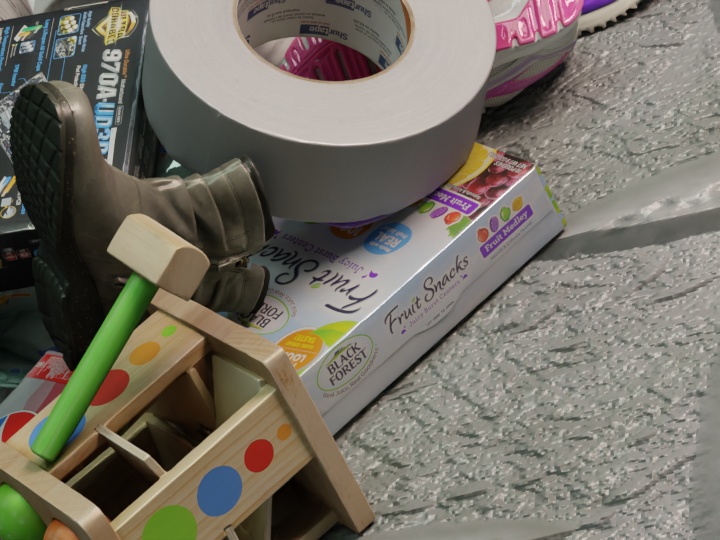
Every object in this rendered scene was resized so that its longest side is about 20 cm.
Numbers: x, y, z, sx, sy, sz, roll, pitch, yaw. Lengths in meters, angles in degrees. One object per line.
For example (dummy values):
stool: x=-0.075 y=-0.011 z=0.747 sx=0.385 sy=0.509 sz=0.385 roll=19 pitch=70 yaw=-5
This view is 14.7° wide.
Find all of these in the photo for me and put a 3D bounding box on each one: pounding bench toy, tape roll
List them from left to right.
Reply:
pounding bench toy: x=-0.120 y=0.089 z=1.451 sx=0.156 sy=0.200 sz=0.124 roll=-40 pitch=36 yaw=-19
tape roll: x=-0.025 y=-0.122 z=1.608 sx=0.200 sy=0.066 sz=0.201 roll=5 pitch=49 yaw=-5

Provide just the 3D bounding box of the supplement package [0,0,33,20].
supplement package: x=-0.289 y=-0.127 z=1.837 sx=0.152 sy=0.151 sz=0.200 roll=-26 pitch=64 yaw=4

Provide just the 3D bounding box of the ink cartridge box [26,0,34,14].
ink cartridge box: x=-0.303 y=-0.145 z=1.959 sx=0.196 sy=0.043 sz=0.200 roll=-22 pitch=61 yaw=10

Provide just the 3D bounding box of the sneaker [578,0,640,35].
sneaker: x=0.097 y=-0.197 z=1.765 sx=0.200 sy=0.100 sz=0.070 roll=-18 pitch=37 yaw=15

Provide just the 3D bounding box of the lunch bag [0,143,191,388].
lunch bag: x=-0.177 y=-0.011 z=1.700 sx=0.200 sy=0.122 sz=0.170 roll=-29 pitch=34 yaw=-12

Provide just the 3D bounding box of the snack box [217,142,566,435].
snack box: x=0.000 y=0.000 z=1.617 sx=0.200 sy=0.053 sz=0.142 roll=-41 pitch=34 yaw=-19

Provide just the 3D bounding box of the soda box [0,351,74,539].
soda box: x=-0.198 y=0.139 z=1.544 sx=0.063 sy=0.070 sz=0.200 roll=9 pitch=48 yaw=44

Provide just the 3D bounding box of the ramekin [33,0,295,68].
ramekin: x=-0.114 y=-0.166 z=1.800 sx=0.200 sy=0.200 sz=0.105 roll=-2 pitch=51 yaw=34

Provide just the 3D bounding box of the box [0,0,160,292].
box: x=-0.198 y=-0.073 z=1.642 sx=0.159 sy=0.046 sz=0.200 roll=-10 pitch=43 yaw=11

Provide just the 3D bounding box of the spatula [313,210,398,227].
spatula: x=-0.061 y=-0.073 z=1.641 sx=0.056 sy=0.021 sz=0.200 roll=-22 pitch=37 yaw=-38

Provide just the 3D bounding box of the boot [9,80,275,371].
boot: x=-0.114 y=-0.040 z=1.509 sx=0.130 sy=0.200 sz=0.068 roll=-21 pitch=49 yaw=-18

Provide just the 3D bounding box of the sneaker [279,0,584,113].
sneaker: x=0.049 y=-0.128 z=1.724 sx=0.200 sy=0.088 sz=0.082 roll=-14 pitch=65 yaw=12
